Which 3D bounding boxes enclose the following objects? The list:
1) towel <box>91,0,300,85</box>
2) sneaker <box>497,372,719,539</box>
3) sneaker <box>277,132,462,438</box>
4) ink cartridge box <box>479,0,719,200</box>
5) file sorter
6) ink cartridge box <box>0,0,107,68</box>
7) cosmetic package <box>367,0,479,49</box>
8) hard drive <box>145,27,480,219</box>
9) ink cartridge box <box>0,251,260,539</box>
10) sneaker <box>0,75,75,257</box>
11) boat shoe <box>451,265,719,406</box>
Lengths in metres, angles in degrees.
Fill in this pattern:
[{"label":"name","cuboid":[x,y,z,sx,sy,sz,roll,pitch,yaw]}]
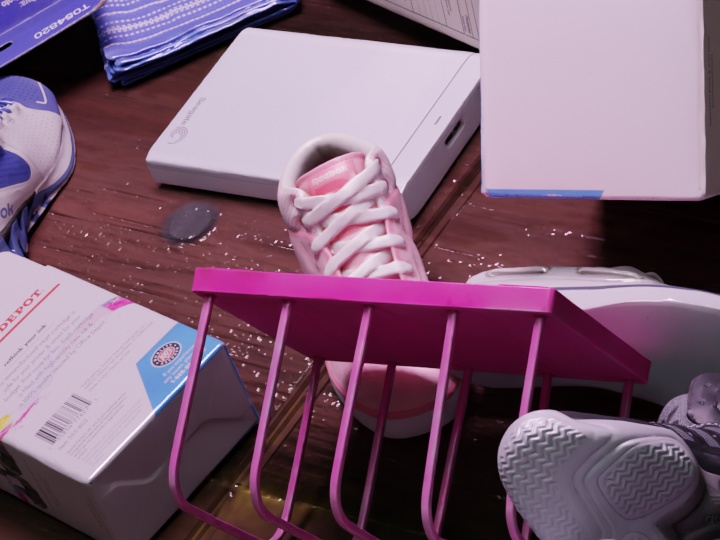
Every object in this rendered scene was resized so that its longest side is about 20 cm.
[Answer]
[{"label":"towel","cuboid":[-0.127,-0.213,1.819,0.144,0.024,0.200,-23,39,1]},{"label":"sneaker","cuboid":[0.145,0.095,1.242,0.076,0.199,0.114,-62,23,22]},{"label":"sneaker","cuboid":[0.000,0.000,1.456,0.075,0.105,0.201,-21,41,2]},{"label":"ink cartridge box","cuboid":[0.162,-0.109,1.427,0.128,0.126,0.200,1,7,26]},{"label":"file sorter","cuboid":[0.023,0.081,1.309,0.199,0.139,0.126,3,75,28]},{"label":"ink cartridge box","cuboid":[-0.284,-0.181,1.811,0.199,0.041,0.200,-31,27,-4]},{"label":"cosmetic package","cuboid":[0.052,-0.221,1.660,0.087,0.104,0.200,-29,37,-25]},{"label":"hard drive","cuboid":[-0.022,-0.095,1.633,0.199,0.027,0.132,9,50,35]},{"label":"ink cartridge box","cuboid":[-0.170,0.072,1.490,0.199,0.068,0.115,22,58,41]},{"label":"sneaker","cuboid":[-0.247,-0.078,1.656,0.080,0.116,0.200,-9,38,16]},{"label":"boat shoe","cuboid":[0.139,0.029,1.383,0.199,0.072,0.066,-1,32,26]}]
